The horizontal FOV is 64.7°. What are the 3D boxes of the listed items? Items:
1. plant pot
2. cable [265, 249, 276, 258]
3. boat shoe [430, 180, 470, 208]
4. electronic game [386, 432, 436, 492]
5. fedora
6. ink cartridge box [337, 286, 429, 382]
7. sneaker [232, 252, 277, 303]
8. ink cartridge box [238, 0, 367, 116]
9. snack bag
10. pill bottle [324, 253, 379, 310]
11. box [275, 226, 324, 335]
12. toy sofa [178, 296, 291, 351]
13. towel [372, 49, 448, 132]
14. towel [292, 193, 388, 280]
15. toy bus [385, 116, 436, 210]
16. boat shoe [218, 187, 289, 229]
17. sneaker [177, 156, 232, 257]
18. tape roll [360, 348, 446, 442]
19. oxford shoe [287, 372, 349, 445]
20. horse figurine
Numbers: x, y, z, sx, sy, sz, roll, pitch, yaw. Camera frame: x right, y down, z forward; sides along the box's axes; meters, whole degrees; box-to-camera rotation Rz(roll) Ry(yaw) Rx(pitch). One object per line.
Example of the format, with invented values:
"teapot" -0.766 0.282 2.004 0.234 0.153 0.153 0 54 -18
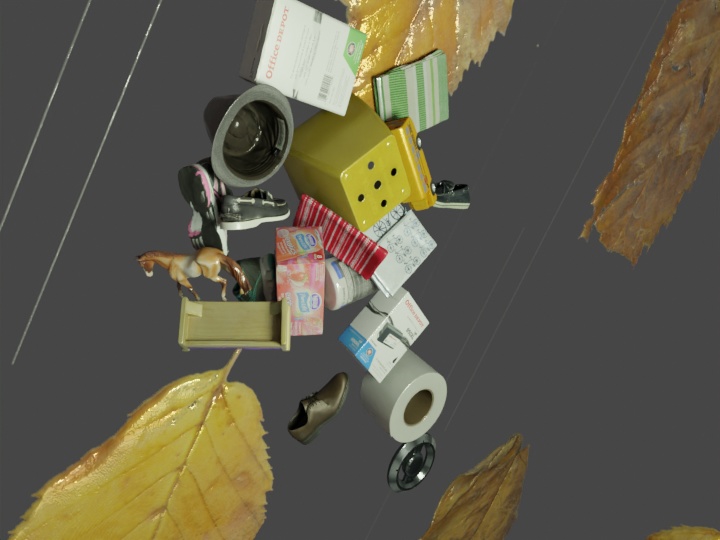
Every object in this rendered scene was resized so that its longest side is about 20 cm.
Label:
"plant pot" -0.015 -0.192 1.104 0.198 0.175 0.204 -38 131 -17
"cable" -0.146 0.027 1.196 0.095 0.050 0.206 -23 125 -21
"boat shoe" 0.193 -0.183 1.354 0.195 0.074 0.065 -4 108 -41
"electronic game" 0.158 0.589 1.742 0.195 0.041 0.207 -18 121 -32
"fedora" -0.202 -0.239 0.970 0.181 0.089 0.198 -61 155 10
"ink cartridge box" 0.060 0.148 1.404 0.201 0.084 0.145 -48 134 -9
"sneaker" -0.213 0.049 1.149 0.087 0.079 0.205 0 127 -5
"ink cartridge box" -0.100 -0.378 1.000 0.195 0.084 0.151 8 108 -40
"snack bag" 0.056 -0.077 1.231 0.188 0.021 0.202 -42 96 -30
"pill bottle" 0.000 0.000 1.258 0.195 0.113 0.118 -21 125 -29
"box" -0.119 0.024 1.111 0.091 0.105 0.204 -2 134 -7
"toy sofa" -0.222 0.101 1.022 0.192 0.086 0.098 1 161 -6
"towel" 0.112 -0.371 1.224 0.196 0.023 0.157 -29 128 -27
"towel" -0.044 -0.062 1.112 0.197 0.145 0.023 34 66 -3
"toy bus" 0.102 -0.218 1.204 0.205 0.063 0.079 67 32 -29
"boat shoe" -0.190 -0.119 1.035 0.199 0.071 0.063 -27 120 -61
"sneaker" -0.258 -0.108 1.019 0.087 0.078 0.205 -51 154 -45
"tape roll" 0.113 0.324 1.502 0.197 0.138 0.210 -18 123 -30
"oxford shoe" -0.100 0.325 1.373 0.202 0.072 0.084 -51 132 -6
"horse figurine" -0.287 0.005 1.018 0.192 0.051 0.136 -6 128 16
